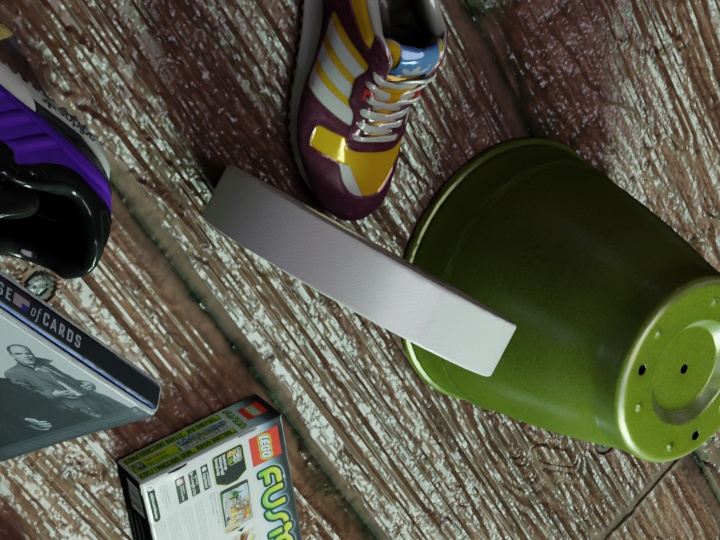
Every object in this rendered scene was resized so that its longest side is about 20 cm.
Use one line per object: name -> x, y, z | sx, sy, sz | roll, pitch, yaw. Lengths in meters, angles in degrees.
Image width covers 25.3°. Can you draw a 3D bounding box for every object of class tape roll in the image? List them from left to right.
tape roll -> 0.000, 0.000, 0.954 | 0.202, 0.202, 0.037 | 26, 93, -42

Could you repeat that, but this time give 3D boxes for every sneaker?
sneaker -> -0.194, -0.059, 0.767 | 0.069, 0.100, 0.199 | -41, 130, 22
sneaker -> 0.008, -0.118, 0.980 | 0.074, 0.090, 0.202 | -16, 118, -32

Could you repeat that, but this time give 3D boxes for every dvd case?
dvd case -> -0.225, 0.041, 0.847 | 0.200, 0.149, 0.025 | 42, 42, -41

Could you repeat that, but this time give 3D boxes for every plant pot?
plant pot -> 0.161, 0.034, 1.099 | 0.199, 0.192, 0.203 | -17, 120, -32

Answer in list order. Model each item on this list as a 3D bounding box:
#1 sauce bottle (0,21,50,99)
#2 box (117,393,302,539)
sauce bottle -> -0.213, -0.110, 0.830 | 0.066, 0.066, 0.200 | -50, 133, -8
box -> -0.092, 0.195, 1.080 | 0.109, 0.035, 0.202 | -24, 123, -28
